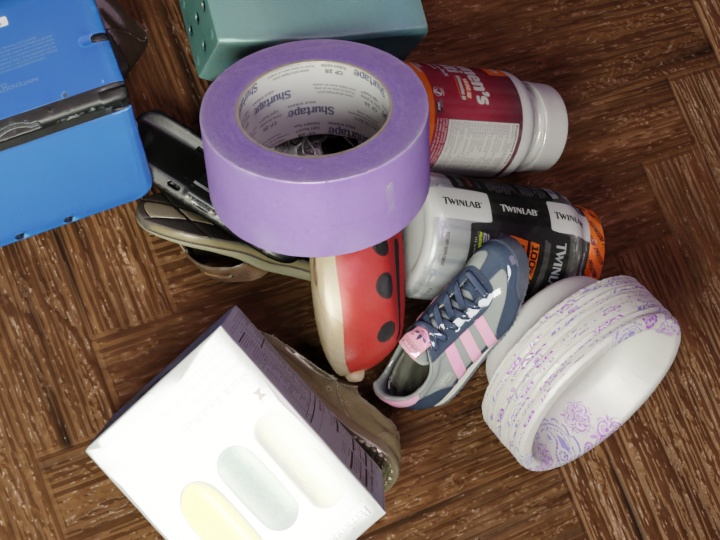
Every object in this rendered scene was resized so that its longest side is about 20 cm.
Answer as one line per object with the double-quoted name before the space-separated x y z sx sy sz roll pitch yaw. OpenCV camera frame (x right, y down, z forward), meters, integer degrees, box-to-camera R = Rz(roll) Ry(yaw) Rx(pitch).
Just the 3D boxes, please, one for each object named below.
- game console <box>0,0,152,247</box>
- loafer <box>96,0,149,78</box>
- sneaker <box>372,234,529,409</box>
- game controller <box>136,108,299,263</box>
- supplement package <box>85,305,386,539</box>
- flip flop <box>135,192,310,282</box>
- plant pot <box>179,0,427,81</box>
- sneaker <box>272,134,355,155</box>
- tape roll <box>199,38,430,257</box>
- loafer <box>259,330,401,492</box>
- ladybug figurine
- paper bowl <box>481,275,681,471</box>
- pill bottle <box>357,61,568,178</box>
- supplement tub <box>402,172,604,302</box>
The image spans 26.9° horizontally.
"game console" -0.297 -0.127 1.282 0.198 0.118 0.172 -20 79 -11
"loafer" -0.271 -0.262 1.396 0.071 0.073 0.201 -41 98 -39
"sneaker" 0.082 0.054 1.381 0.082 0.201 0.070 -3 41 -45
"game controller" -0.132 -0.077 1.380 0.199 0.042 0.105 32 36 -1
"supplement package" -0.099 0.160 1.259 0.152 0.151 0.200 -42 94 3
"flip flop" -0.117 -0.017 1.389 0.199 0.058 0.081 18 25 -33
"plant pot" -0.064 -0.256 1.449 0.198 0.141 0.143 -10 78 -22
"sneaker" -0.056 -0.127 1.439 0.199 0.082 0.075 29 64 -14
"tape roll" -0.038 -0.109 1.311 0.198 0.085 0.201 -2 43 2
"loafer" -0.044 0.126 1.375 0.200 0.076 0.067 41 27 0
"ladybug figurine" 0.000 0.000 1.373 0.071 0.136 0.202 -4 87 14
"paper bowl" 0.199 0.086 1.434 0.200 0.202 0.105 -22 57 -29
"pill bottle" 0.103 -0.147 1.502 0.199 0.109 0.111 0 74 -33
"supplement tub" 0.130 -0.026 1.473 0.198 0.122 0.124 6 71 -23
